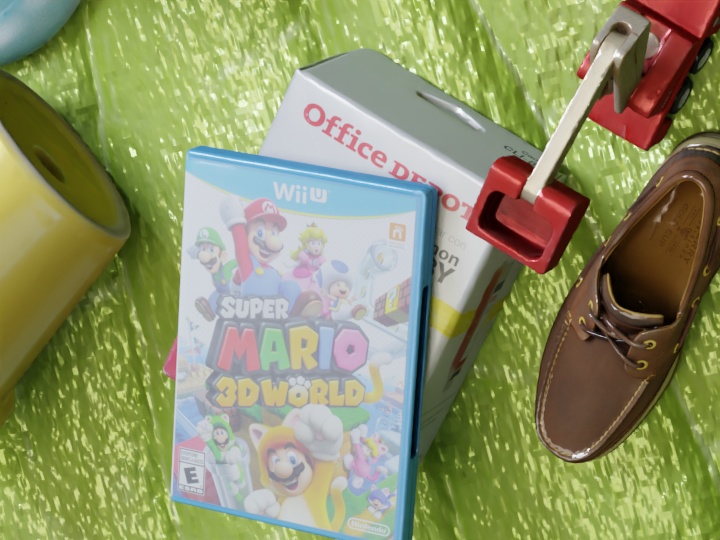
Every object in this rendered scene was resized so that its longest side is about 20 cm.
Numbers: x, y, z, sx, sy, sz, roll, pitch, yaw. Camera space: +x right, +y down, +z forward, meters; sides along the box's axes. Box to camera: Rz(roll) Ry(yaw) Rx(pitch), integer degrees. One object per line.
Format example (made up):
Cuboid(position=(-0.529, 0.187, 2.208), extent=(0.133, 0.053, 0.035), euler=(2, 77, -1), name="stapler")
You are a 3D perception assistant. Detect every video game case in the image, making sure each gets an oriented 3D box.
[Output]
Cuboid(position=(-0.033, 0.042, 1.451), extent=(0.143, 0.018, 0.201), euler=(11, 107, 24), name="video game case")

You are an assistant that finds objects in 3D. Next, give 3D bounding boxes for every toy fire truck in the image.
Cuboid(position=(0.134, -0.105, 1.368), extent=(0.049, 0.141, 0.200), euler=(31, 113, 14), name="toy fire truck")

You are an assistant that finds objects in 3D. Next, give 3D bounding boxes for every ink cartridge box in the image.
Cuboid(position=(0.000, 0.000, 1.483), extent=(0.145, 0.083, 0.200), euler=(32, 113, 15), name="ink cartridge box")

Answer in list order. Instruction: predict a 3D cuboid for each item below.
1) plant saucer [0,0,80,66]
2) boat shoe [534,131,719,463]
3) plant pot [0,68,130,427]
Cuboid(position=(-0.242, -0.212, 1.557), extent=(0.200, 0.027, 0.201), euler=(6, 106, 23), name="plant saucer")
Cuboid(position=(0.142, 0.018, 1.433), extent=(0.072, 0.068, 0.200), euler=(33, 113, 14), name="boat shoe")
Cuboid(position=(-0.241, -0.009, 1.539), extent=(0.189, 0.201, 0.201), euler=(-39, 85, 12), name="plant pot")
